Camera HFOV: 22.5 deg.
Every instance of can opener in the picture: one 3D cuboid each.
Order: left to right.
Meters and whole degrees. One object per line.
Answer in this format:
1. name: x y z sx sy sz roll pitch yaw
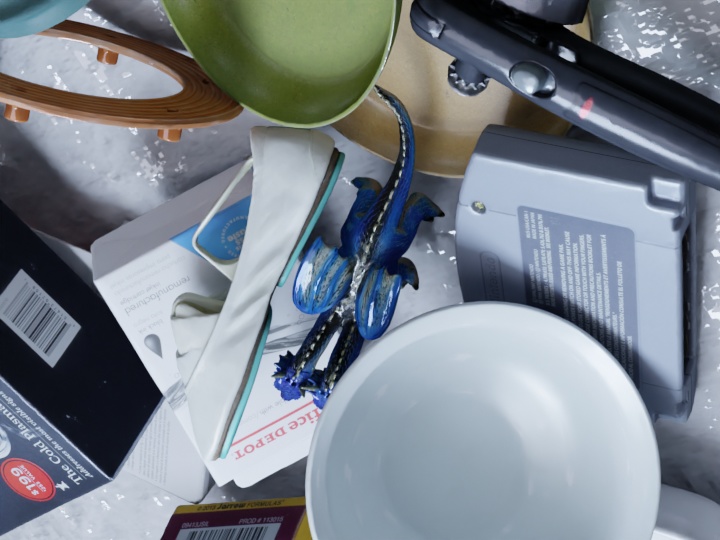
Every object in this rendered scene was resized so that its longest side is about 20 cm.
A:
1. can opener: 0.115 -0.094 0.892 0.200 0.063 0.079 34 135 4

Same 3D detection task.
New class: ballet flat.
1. ballet flat: -0.072 0.008 1.037 0.069 0.069 0.201 23 97 14

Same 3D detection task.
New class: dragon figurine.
1. dragon figurine: 0.000 0.000 1.018 0.059 0.100 0.201 24 135 7

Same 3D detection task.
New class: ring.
1. ring: -0.163 -0.109 1.001 0.200 0.200 0.019 20 109 17

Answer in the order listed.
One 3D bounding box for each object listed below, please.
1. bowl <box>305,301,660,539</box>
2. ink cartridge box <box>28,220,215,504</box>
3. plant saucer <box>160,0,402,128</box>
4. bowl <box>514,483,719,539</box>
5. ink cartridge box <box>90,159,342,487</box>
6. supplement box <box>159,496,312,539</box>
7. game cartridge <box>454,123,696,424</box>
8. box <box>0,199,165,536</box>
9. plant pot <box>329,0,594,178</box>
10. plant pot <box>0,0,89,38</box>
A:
1. bowl: 0.061 0.117 1.023 0.201 0.201 0.090 44 171 -7
2. ink cartridge box: -0.172 0.052 1.241 0.175 0.045 0.201 22 134 13
3. plant saucer: -0.044 -0.174 0.938 0.200 0.031 0.201 28 130 38
4. bowl: 0.156 0.201 1.139 0.199 0.075 0.200 11 130 26
5. ink cartridge box: -0.069 0.048 1.120 0.115 0.067 0.201 -28 113 0
6. supplement box: -0.048 0.259 1.268 0.130 0.103 0.200 -10 132 37
7. game cartridge: 0.120 0.004 1.005 0.133 0.042 0.201 17 143 23
8. box: -0.259 0.065 1.190 0.200 0.104 0.182 46 135 -17
9. plant pot: 0.035 -0.141 0.967 0.199 0.028 0.201 17 132 20
10. plant pot: -0.203 -0.209 0.963 0.199 0.201 0.134 3 154 30
